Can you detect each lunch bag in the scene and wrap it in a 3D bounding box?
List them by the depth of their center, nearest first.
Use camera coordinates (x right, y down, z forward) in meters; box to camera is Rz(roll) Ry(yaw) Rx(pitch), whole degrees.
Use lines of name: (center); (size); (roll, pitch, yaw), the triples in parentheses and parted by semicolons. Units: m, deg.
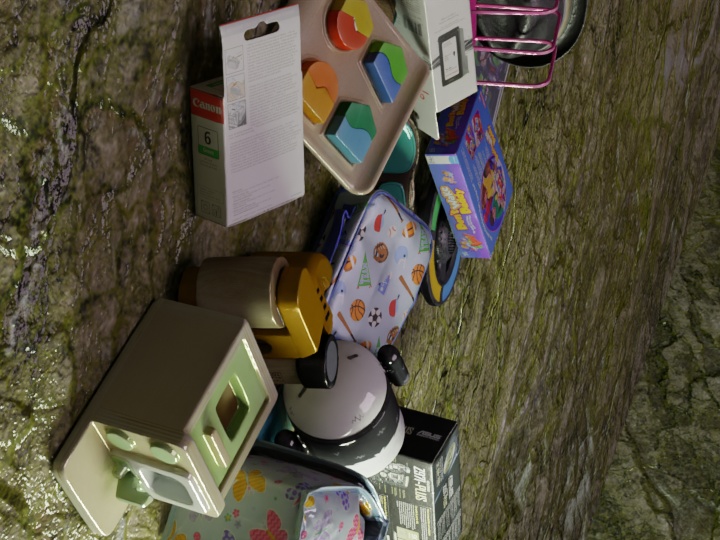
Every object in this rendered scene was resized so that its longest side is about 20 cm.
lunch bag: (-0.083, 0.254, 1.438); (0.200, 0.169, 0.127); (18, 84, -60)
lunch bag: (0.000, 0.000, 1.598); (0.160, 0.076, 0.200); (34, 73, -47)

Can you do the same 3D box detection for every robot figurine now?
robot figurine: (-0.018, 0.162, 1.557); (0.200, 0.125, 0.150); (69, 30, -55)

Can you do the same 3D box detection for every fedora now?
fedora: (0.200, -0.352, 1.767); (0.092, 0.200, 0.201); (-41, 138, -50)

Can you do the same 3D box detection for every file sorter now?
file sorter: (0.179, -0.336, 1.631); (0.139, 0.125, 0.200); (-70, 162, -53)

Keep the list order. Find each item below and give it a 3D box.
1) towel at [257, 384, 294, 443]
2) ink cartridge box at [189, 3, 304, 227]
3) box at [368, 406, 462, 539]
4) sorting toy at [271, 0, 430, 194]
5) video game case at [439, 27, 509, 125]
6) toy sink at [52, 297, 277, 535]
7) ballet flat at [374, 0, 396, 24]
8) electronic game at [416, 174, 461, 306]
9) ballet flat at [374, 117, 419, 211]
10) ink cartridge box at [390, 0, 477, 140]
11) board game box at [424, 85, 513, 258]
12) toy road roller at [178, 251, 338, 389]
towel: (-0.086, 0.204, 1.603); (0.147, 0.022, 0.200); (-54, 148, -43)
ink cartridge box: (-0.109, -0.153, 1.302); (0.109, 0.050, 0.200); (-26, 126, -42)
box: (0.040, 0.274, 1.744); (0.086, 0.164, 0.200); (-51, 145, -45)
sorting toy: (-0.013, -0.207, 1.433); (0.200, 0.036, 0.185); (42, 64, -38)
video game case: (0.168, -0.268, 1.936); (0.182, 0.023, 0.200); (23, 80, -66)
toy sink: (-0.173, 0.149, 1.260); (0.200, 0.112, 0.130); (-61, 152, -33)
ballet flat: (-0.017, -0.222, 1.501); (0.071, 0.071, 0.200); (38, 68, -65)
electronic game: (0.114, -0.050, 1.875); (0.200, 0.042, 0.200); (6, 90, -72)
ballet flat: (0.040, -0.129, 1.680); (0.075, 0.068, 0.200); (-84, 175, -48)
ink cartridge box: (0.073, -0.267, 1.583); (0.068, 0.116, 0.200); (-30, 135, -22)
board game box: (0.151, -0.133, 1.843); (0.200, 0.045, 0.135); (66, 35, -43)
toy road roller: (-0.092, 0.026, 1.383); (0.200, 0.123, 0.146); (69, 26, -53)
